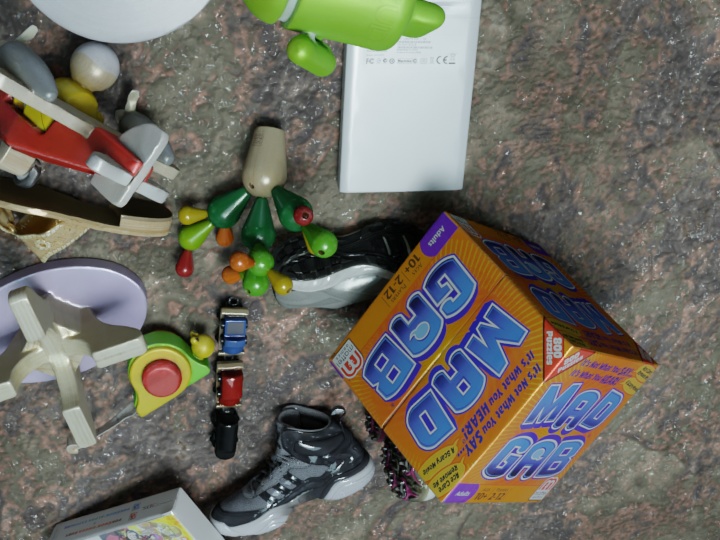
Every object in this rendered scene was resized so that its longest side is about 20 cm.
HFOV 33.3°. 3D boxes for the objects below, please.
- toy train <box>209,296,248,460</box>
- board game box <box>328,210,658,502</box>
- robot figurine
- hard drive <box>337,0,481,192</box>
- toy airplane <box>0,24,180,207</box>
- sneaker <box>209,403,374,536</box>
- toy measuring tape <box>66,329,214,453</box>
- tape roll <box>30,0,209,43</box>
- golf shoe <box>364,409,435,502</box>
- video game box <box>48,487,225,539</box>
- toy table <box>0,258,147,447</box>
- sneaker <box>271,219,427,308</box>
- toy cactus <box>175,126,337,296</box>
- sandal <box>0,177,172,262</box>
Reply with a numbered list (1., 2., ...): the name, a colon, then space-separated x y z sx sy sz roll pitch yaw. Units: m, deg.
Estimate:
1. toy train: -0.144 0.121 1.312 0.034 0.046 0.201 1 118 -12
2. board game box: 0.134 0.094 1.225 0.199 0.200 0.200 14 119 -52
3. robot figurine: -0.021 -0.264 1.067 0.198 0.116 0.177 10 90 -17
4. hard drive: 0.046 -0.176 1.203 0.131 0.027 0.201 -2 118 -11
5. toy airplane: -0.245 -0.136 1.075 0.198 0.200 0.142 20 83 -13
6. sneaker: -0.091 0.219 1.364 0.199 0.076 0.114 -22 114 1
7. toy measuring tape: -0.244 0.119 1.279 0.199 0.074 0.074 -32 119 6
8. tape roll: -0.213 -0.306 1.058 0.199 0.066 0.202 -5 118 -9
9. golf shoe: 0.065 0.181 1.298 0.091 0.200 0.073 6 111 -12
10. video game box: -0.231 0.347 1.387 0.181 0.047 0.201 -18 123 24
11. toy table: -0.310 0.077 1.215 0.199 0.117 0.184 -28 120 3
12. sneaker: 0.000 0.000 1.271 0.198 0.074 0.080 -4 143 -13
13. toy cactus: -0.108 -0.059 1.183 0.102 0.199 0.166 12 82 -43
14. sandal: -0.293 -0.038 1.179 0.210 0.078 0.070 8 110 -21
